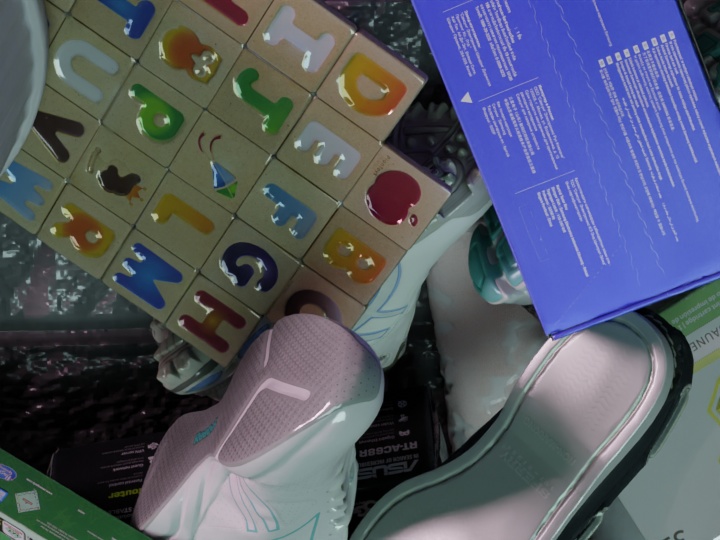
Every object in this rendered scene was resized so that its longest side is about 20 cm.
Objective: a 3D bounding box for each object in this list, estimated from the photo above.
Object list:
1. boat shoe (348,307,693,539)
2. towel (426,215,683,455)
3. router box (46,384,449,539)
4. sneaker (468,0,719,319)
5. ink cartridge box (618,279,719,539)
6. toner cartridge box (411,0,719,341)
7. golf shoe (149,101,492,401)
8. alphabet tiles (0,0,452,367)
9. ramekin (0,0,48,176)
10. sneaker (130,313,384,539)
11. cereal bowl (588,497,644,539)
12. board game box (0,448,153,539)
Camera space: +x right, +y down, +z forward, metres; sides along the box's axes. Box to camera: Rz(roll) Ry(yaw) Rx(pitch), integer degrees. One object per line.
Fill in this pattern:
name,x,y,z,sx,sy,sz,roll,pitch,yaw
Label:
boat shoe,0.067,0.098,0.758,0.200,0.076,0.060,-44,156,17
towel,0.131,0.030,0.865,0.190,0.032,0.200,-10,130,0
router box,-0.044,0.145,0.901,0.199,0.062,0.150,-11,133,7
sneaker,0.141,-0.044,0.763,0.200,0.078,0.091,-43,122,15
ink cartridge box,0.199,0.096,0.809,0.145,0.048,0.200,-33,86,15
toner cartridge box,0.079,-0.084,0.687,0.095,0.043,0.201,-21,99,9
golf shoe,0.000,0.000,0.797,0.200,0.078,0.097,-33,134,30
alphabet tiles,-0.070,-0.053,0.722,0.200,0.006,0.167,35,121,-4
ramekin,-0.221,-0.070,0.667,0.202,0.094,0.203,-2,127,-2
sneaker,-0.029,0.079,0.752,0.080,0.071,0.200,27,148,-14
cereal bowl,0.216,0.144,0.913,0.199,0.084,0.200,-6,145,-4
board game box,-0.111,0.160,0.819,0.200,0.029,0.135,29,144,11
